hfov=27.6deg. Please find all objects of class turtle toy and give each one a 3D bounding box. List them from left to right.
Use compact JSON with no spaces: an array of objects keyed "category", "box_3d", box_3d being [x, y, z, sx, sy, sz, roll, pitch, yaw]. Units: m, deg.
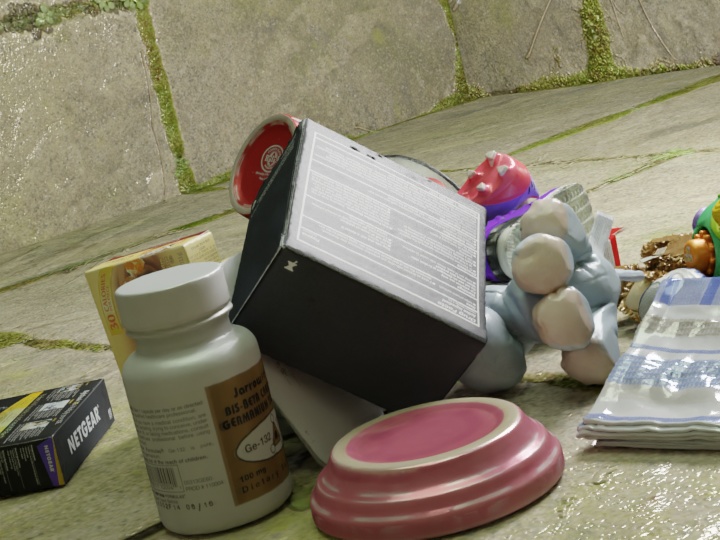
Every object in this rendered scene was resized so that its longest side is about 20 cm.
[{"category":"turtle toy","box_3d":[0.366,-0.023,1.372,0.101,0.146,0.200,-35,11,33]}]

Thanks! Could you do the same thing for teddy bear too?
[{"category":"teddy bear","box_3d":[0.329,0.005,1.490,0.200,0.067,0.145,-29,18,-38]}]

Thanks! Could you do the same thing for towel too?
[{"category":"towel","box_3d":[0.270,0.068,1.159,0.146,0.024,0.200,-2,36,40]}]

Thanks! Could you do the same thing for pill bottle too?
[{"category":"pill bottle","box_3d":[-0.131,0.101,1.190,0.114,0.201,0.114,-13,11,3]}]

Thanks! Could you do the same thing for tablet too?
[{"category":"tablet","box_3d":[-0.063,0.072,1.304,0.014,0.200,0.130,-38,-2,29]}]

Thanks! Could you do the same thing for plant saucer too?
[{"category":"plant saucer","box_3d":[0.055,0.146,1.130,0.200,0.051,0.201,-14,11,3]}]

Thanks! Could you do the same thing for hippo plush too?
[{"category":"hippo plush","box_3d":[0.146,0.024,1.346,0.160,0.160,0.200,-21,25,29]}]

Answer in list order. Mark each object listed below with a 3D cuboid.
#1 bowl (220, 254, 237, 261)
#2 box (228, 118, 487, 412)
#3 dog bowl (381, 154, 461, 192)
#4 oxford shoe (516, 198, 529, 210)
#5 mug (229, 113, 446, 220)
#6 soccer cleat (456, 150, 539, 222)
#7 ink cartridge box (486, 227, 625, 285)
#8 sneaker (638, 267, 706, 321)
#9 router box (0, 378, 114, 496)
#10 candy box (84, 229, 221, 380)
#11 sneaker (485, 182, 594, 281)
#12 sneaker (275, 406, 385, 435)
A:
[{"category":"bowl","box_3d":[-0.107,0.080,1.466,0.200,0.201,0.094,-17,55,-18]},{"category":"box","box_3d":[0.000,0.000,1.302,0.199,0.123,0.199,26,34,-14]},{"category":"dog bowl","box_3d":[0.057,-0.030,1.678,0.200,0.201,0.074,0,37,51]},{"category":"oxford shoe","box_3d":[0.155,-0.044,1.671,0.075,0.200,0.058,35,59,16]},{"category":"mug","box_3d":[-0.008,-0.078,1.462,0.200,0.134,0.177,26,-40,-34]},{"category":"soccer cleat","box_3d":[0.101,-0.043,1.560,0.200,0.076,0.067,-41,39,11]},{"category":"ink cartridge box","box_3d":[0.207,0.014,1.567,0.116,0.068,0.200,-6,13,31]},{"category":"sneaker","box_3d":[0.276,0.048,1.288,0.088,0.076,0.200,-16,10,-10]},{"category":"router box","box_3d":[-0.351,0.174,1.486,0.156,0.052,0.200,-12,11,8]},{"category":"candy box","box_3d":[-0.161,0.076,1.334,0.115,0.201,0.055,-14,11,29]},{"category":"sneaker","box_3d":[0.165,-0.038,1.519,0.099,0.070,0.200,-11,9,40]},{"category":"sneaker","box_3d":[-0.034,0.098,1.387,0.199,0.089,0.075,-15,9,-7]}]
